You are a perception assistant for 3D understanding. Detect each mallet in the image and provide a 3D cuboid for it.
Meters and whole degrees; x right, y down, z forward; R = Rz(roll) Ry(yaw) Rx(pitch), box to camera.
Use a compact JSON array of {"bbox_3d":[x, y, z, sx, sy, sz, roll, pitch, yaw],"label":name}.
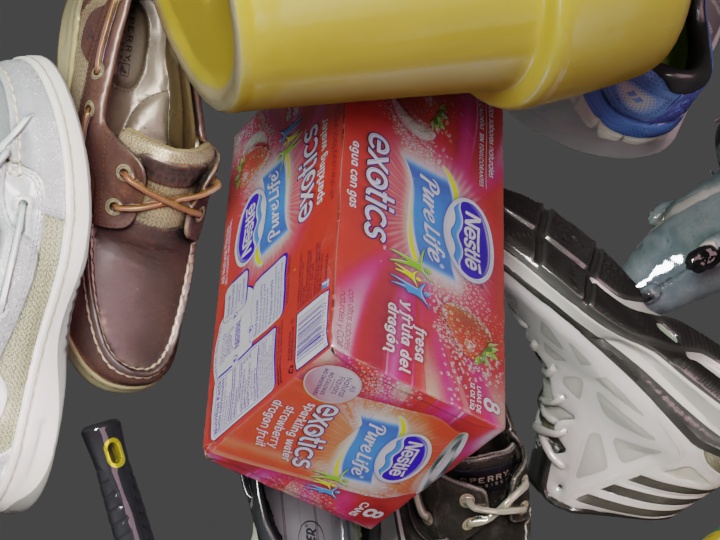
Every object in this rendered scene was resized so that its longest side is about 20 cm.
[{"bbox_3d":[-0.082,0.165,1.016,0.066,0.041,0.200,-7,84,-31],"label":"mallet"}]

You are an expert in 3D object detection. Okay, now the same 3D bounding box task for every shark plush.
[{"bbox_3d":[0.173,-0.019,1.134,0.200,0.083,0.091,-21,95,3],"label":"shark plush"}]

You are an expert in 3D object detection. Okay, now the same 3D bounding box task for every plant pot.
[{"bbox_3d":[0.011,-0.152,0.931,0.189,0.201,0.201,-19,94,-17],"label":"plant pot"}]

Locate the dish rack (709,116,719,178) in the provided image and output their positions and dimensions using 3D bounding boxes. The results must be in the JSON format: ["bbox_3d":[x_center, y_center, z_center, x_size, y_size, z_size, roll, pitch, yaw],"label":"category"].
[{"bbox_3d":[0.275,-0.048,1.238,0.200,0.055,0.154,-26,96,-28],"label":"dish rack"}]

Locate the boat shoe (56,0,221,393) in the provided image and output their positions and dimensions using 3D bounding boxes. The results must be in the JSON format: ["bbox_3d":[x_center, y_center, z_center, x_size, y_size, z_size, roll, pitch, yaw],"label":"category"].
[{"bbox_3d":[-0.101,-0.046,1.006,0.072,0.072,0.200,7,81,-29],"label":"boat shoe"}]

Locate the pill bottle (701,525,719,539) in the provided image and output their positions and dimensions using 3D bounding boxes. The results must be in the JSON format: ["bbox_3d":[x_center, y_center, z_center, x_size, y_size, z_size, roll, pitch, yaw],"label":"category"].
[{"bbox_3d":[0.156,0.216,1.101,0.200,0.113,0.113,-33,100,-29],"label":"pill bottle"}]

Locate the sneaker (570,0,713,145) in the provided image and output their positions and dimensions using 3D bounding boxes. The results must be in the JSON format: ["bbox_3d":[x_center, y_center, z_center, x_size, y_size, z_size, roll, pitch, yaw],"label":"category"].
[{"bbox_3d":[0.123,-0.164,1.025,0.078,0.089,0.200,-15,84,-21],"label":"sneaker"}]

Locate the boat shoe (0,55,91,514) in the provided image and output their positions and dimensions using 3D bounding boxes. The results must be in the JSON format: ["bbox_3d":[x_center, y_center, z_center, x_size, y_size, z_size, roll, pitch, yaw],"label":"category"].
[{"bbox_3d":[-0.164,0.004,0.965,0.065,0.074,0.202,8,87,-33],"label":"boat shoe"}]

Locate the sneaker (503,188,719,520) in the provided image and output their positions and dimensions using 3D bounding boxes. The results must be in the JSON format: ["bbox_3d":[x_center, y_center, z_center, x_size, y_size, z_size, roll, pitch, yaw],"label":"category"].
[{"bbox_3d":[0.098,0.054,1.092,0.200,0.115,0.076,38,24,-6],"label":"sneaker"}]

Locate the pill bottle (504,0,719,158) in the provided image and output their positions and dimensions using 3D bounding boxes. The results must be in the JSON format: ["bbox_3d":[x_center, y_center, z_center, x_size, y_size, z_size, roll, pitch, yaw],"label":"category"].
[{"bbox_3d":[0.146,-0.168,1.142,0.111,0.111,0.200,34,68,-22],"label":"pill bottle"}]

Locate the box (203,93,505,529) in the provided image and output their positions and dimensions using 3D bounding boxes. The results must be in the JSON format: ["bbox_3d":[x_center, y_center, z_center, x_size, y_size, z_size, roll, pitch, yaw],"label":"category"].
[{"bbox_3d":[0.000,0.000,0.999,0.095,0.100,0.200,27,43,-25],"label":"box"}]

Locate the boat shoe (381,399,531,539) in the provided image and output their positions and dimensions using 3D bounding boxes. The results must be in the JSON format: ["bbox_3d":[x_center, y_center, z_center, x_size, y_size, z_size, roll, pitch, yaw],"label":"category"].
[{"bbox_3d":[0.047,0.103,1.079,0.071,0.064,0.200,-19,94,-31],"label":"boat shoe"}]

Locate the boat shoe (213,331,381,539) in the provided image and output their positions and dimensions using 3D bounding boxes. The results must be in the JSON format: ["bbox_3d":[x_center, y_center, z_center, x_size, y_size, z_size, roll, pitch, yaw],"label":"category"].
[{"bbox_3d":[-0.023,0.091,1.038,0.074,0.066,0.200,3,82,-29],"label":"boat shoe"}]
